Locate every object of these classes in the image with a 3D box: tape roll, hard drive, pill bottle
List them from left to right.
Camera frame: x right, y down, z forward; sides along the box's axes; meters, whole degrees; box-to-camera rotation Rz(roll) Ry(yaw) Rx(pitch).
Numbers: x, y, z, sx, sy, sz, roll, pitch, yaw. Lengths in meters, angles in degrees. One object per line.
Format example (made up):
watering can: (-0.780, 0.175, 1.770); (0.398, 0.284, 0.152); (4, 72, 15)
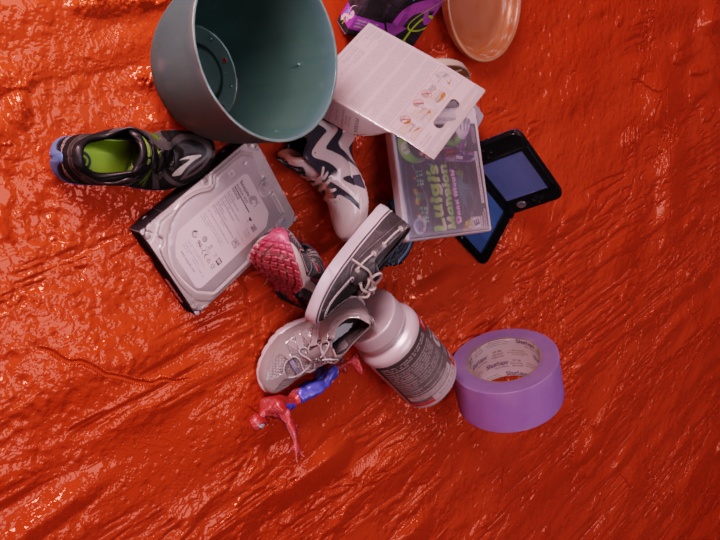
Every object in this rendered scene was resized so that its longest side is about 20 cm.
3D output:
hard drive: (-0.184, -0.061, 0.941); (0.200, 0.037, 0.142); (-46, 127, -27)
pill bottle: (0.065, 0.125, 1.164); (0.115, 0.112, 0.200); (-57, 131, -17)
tape roll: (0.266, 0.196, 1.311); (0.198, 0.197, 0.087); (-33, 119, -33)

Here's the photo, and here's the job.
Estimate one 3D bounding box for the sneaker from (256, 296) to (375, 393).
sneaker: (-0.066, 0.107, 1.044); (0.199, 0.082, 0.075); (-41, 126, -9)

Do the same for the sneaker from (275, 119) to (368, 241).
sneaker: (-0.062, -0.133, 1.011); (0.128, 0.079, 0.205); (-16, 110, -38)

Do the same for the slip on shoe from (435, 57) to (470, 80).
slip on shoe: (0.078, -0.290, 1.097); (0.196, 0.061, 0.077); (-17, 142, -24)

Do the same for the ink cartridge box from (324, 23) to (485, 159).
ink cartridge box: (0.049, -0.235, 0.982); (0.161, 0.197, 0.048); (-52, 168, -31)

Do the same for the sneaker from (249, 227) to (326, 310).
sneaker: (-0.093, -0.012, 0.982); (0.201, 0.079, 0.076); (75, 37, -69)

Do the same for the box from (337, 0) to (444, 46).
box: (0.072, -0.411, 1.018); (0.141, 0.037, 0.201); (-4, 144, -41)

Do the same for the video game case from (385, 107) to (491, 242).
video game case: (0.124, -0.155, 1.139); (0.178, 0.023, 0.206); (-8, 90, -32)

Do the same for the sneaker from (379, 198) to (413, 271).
sneaker: (0.038, -0.030, 1.132); (0.200, 0.072, 0.083); (-45, 127, -26)

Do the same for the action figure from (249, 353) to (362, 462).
action figure: (-0.077, 0.207, 1.077); (0.197, 0.065, 0.102); (-22, 98, -38)

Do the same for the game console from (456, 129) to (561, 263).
game console: (0.248, -0.125, 1.284); (0.199, 0.168, 0.121); (38, 47, -41)

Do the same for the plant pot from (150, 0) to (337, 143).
plant pot: (-0.149, -0.242, 0.836); (0.197, 0.159, 0.207); (0, 90, -44)

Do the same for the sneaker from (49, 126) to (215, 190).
sneaker: (-0.250, -0.127, 0.830); (0.196, 0.082, 0.073); (-10, 101, -43)

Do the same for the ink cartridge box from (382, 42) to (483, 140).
ink cartridge box: (0.110, -0.252, 1.167); (0.200, 0.049, 0.165); (44, 69, -43)

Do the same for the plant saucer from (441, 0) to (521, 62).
plant saucer: (0.198, -0.456, 1.212); (0.197, 0.037, 0.206); (-11, 106, -41)

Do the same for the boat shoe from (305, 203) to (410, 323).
boat shoe: (0.000, 0.001, 1.011); (0.200, 0.067, 0.074); (-52, 168, -24)
